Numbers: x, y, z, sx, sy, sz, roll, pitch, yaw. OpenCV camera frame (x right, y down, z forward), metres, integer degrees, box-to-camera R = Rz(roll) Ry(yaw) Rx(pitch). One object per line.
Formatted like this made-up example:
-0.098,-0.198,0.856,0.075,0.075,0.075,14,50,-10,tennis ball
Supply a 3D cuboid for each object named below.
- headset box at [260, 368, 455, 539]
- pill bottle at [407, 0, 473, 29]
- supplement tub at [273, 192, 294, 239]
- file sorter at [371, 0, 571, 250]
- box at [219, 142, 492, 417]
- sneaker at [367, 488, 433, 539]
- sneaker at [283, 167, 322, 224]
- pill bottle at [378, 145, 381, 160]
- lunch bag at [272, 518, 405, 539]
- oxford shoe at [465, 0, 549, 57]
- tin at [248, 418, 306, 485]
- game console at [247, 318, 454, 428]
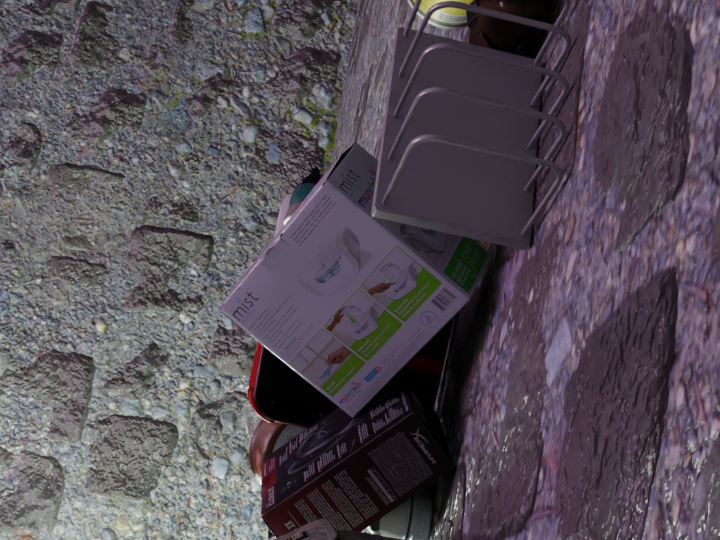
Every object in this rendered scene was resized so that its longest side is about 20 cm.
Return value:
-0.015,0.198,1.388,0.200,0.077,0.149,-36,13,5,headset box
0.117,-0.353,1.533,0.200,0.111,0.111,125,155,-74,pill bottle
0.000,0.000,1.543,0.144,0.200,0.145,-169,90,-84,supplement tub
0.101,-0.145,1.186,0.125,0.139,0.200,116,164,-58,file sorter
-0.008,0.013,1.353,0.200,0.176,0.097,-49,4,34,box
0.028,0.236,1.465,0.200,0.071,0.073,167,114,-84,sneaker
0.025,-0.054,1.452,0.071,0.200,0.080,108,180,-64,sneaker
0.079,-0.120,1.455,0.200,0.112,0.112,162,119,-83,pill bottle
-0.019,0.283,1.213,0.164,0.200,0.118,152,129,-83,lunch bag
0.142,-0.226,1.322,0.200,0.073,0.085,95,175,-88,oxford shoe
-0.029,0.190,1.564,0.042,0.200,0.112,25,125,53,tin
-0.009,0.088,1.468,0.031,0.200,0.177,-155,76,-83,game console
